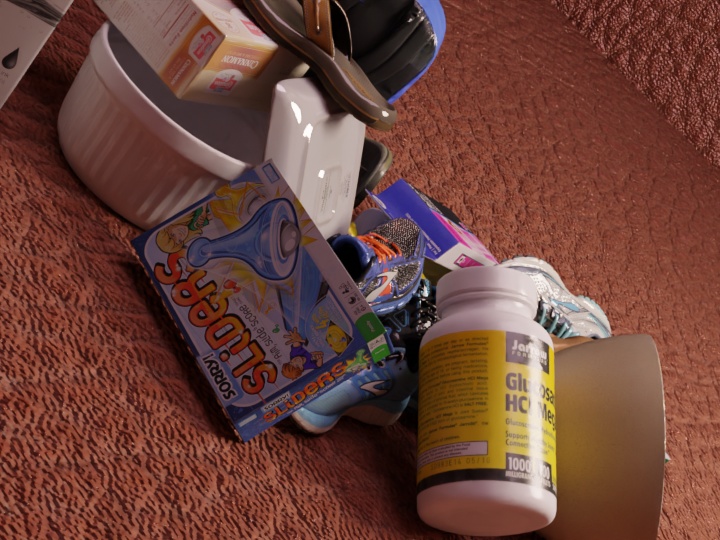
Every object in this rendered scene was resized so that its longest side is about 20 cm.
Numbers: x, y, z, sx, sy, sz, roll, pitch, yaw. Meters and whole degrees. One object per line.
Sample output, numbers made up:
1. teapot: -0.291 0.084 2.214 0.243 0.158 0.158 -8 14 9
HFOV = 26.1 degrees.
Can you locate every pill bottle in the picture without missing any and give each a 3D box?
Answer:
1. pill bottle: 0.102 0.105 1.258 0.112 0.112 0.202 22 60 -40

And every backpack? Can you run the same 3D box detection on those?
1. backpack: -0.020 -0.233 1.516 0.163 0.199 0.168 48 24 -13

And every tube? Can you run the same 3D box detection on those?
1. tube: 0.069 -0.009 1.644 0.199 0.052 0.059 24 67 -47

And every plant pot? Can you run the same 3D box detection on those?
1. plant pot: 0.182 0.153 1.353 0.133 0.202 0.201 3 25 1

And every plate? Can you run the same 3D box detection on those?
1. plate: -0.041 -0.071 1.373 0.032 0.202 0.200 13 14 17

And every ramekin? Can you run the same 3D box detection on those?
1. ramekin: -0.170 -0.117 1.356 0.199 0.105 0.201 34 21 -15

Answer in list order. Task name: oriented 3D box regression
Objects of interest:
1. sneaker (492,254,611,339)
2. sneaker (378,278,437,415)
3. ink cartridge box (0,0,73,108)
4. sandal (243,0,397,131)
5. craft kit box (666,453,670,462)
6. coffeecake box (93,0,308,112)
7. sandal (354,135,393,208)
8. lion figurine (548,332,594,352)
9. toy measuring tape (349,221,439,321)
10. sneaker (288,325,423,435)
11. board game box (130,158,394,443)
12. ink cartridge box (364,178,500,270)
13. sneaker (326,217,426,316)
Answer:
1. sneaker: 0.197 0.052 1.581 0.199 0.078 0.087 24 29 -36
2. sneaker: 0.041 0.052 1.417 0.073 0.082 0.201 22 29 -46
3. ink cartridge box: -0.304 -0.239 1.228 0.145 0.200 0.085 30 22 -24
4. sandal: -0.032 -0.205 1.345 0.200 0.055 0.082 49 21 11
5. craft kit box: 0.210 0.119 1.632 0.199 0.049 0.198 23 24 -39
6. coffeecake box: -0.156 -0.237 1.369 0.200 0.073 0.153 49 21 19
7. sandal: -0.025 -0.130 1.679 0.057 0.080 0.201 32 13 -32
8. lion figurine: 0.169 0.084 1.459 0.122 0.198 0.073 150 -71 -74
9. toy measuring tape: 0.054 0.015 1.534 0.199 0.074 0.074 37 21 -9
10. sneaker: -0.010 0.075 1.270 0.079 0.090 0.199 49 24 23
11. board game box: -0.079 0.019 1.206 0.201 0.135 0.035 55 -7 34
12. ink cartridge box: 0.077 -0.040 1.579 0.095 0.037 0.200 49 12 21
13. sneaker: 0.000 0.000 1.356 0.075 0.079 0.200 28 38 19
